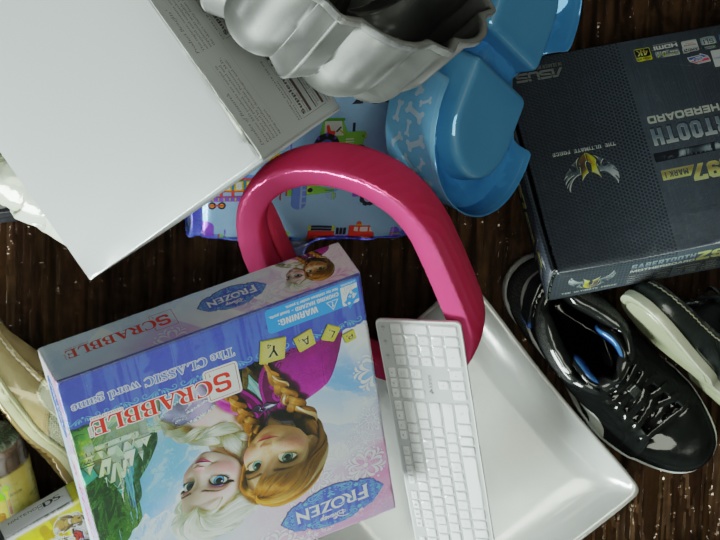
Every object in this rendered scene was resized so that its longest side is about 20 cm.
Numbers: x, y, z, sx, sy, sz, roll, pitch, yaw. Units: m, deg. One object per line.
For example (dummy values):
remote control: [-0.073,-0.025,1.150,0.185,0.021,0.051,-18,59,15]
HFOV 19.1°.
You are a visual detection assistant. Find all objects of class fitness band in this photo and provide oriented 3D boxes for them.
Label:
fitness band: [0.000,0.000,1.364,0.143,0.037,0.200,-1,134,29]

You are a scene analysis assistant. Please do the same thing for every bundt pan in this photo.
bundt pan: [-0.023,-0.176,1.250,0.202,0.202,0.076,32,124,-13]

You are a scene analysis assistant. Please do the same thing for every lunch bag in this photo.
lunch bag: [-0.039,-0.099,1.395,0.150,0.094,0.201,-2,107,-9]

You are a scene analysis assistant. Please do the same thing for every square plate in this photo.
square plate: [0.057,0.139,1.481,0.198,0.028,0.200,-39,103,5]

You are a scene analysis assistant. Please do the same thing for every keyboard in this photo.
keyboard: [0.051,0.111,1.407,0.056,0.011,0.200,6,129,21]

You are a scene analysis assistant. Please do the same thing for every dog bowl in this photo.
dog bowl: [0.076,-0.133,1.357,0.111,0.049,0.200,36,71,-51]

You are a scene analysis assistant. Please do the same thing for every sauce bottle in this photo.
sauce bottle: [-0.234,0.203,1.437,0.065,0.065,0.201,-14,108,-5]

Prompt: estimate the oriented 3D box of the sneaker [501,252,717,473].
sneaker: [0.174,0.079,1.446,0.073,0.112,0.200,-44,103,4]

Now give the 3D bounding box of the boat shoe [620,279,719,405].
boat shoe: [0.242,0.045,1.438,0.066,0.074,0.199,-50,132,0]

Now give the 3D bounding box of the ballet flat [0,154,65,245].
ballet flat: [-0.226,-0.086,1.362,0.069,0.069,0.200,-27,88,-2]

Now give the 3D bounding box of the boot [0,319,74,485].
boot: [-0.158,0.062,1.418,0.155,0.072,0.200,-38,109,2]

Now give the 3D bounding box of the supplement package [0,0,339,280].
supplement package: [-0.144,-0.127,1.289,0.156,0.111,0.200,-32,94,32]

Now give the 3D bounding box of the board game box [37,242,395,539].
board game box: [-0.085,0.102,1.349,0.200,0.041,0.200,-20,128,-14]

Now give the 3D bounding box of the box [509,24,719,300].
box: [0.200,-0.076,1.409,0.199,0.051,0.158,-10,67,-5]

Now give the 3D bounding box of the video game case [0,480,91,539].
video game case: [-0.125,0.202,1.434,0.180,0.026,0.200,-29,124,-8]

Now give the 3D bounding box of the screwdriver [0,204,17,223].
screwdriver: [-0.176,-0.055,1.422,0.199,0.029,0.028,-10,102,-15]
